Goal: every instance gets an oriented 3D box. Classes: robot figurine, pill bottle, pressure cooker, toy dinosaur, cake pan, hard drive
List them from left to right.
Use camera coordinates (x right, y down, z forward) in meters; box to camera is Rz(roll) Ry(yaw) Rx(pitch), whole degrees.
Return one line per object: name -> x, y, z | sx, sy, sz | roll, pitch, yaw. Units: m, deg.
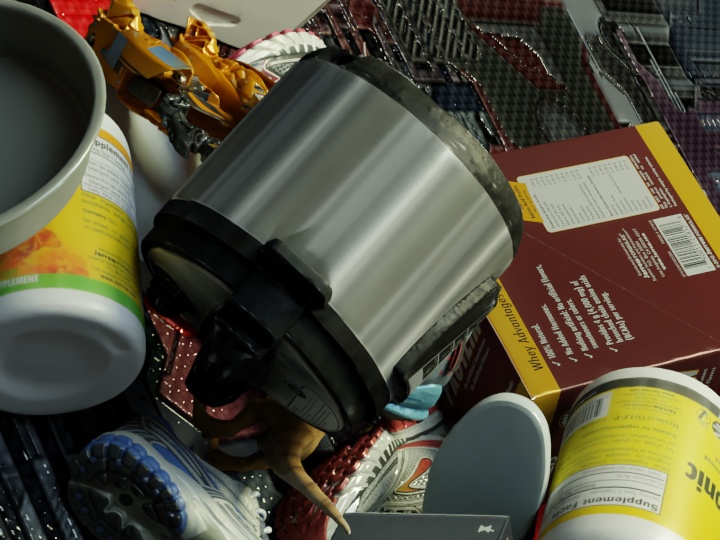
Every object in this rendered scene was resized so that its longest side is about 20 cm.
cake pan -> -0.235, -0.072, 1.421 | 0.037, 0.198, 0.201 | 82, 6, -47
pill bottle -> -0.183, -0.029, 1.485 | 0.111, 0.111, 0.201 | 25, 44, -38
hard drive -> -0.121, -0.035, 1.656 | 0.200, 0.027, 0.132 | 36, 36, -26
robot figurine -> -0.085, -0.101, 1.632 | 0.144, 0.059, 0.200 | 11, 21, -49
toy dinosaur -> -0.045, 0.097, 1.532 | 0.200, 0.105, 0.061 | -60, 143, -71
pressure cooker -> -0.028, -0.004, 1.476 | 0.178, 0.200, 0.176 | 28, -22, 42
pill bottle -> 0.161, 0.162, 1.547 | 0.111, 0.111, 0.201 | 42, 40, -19

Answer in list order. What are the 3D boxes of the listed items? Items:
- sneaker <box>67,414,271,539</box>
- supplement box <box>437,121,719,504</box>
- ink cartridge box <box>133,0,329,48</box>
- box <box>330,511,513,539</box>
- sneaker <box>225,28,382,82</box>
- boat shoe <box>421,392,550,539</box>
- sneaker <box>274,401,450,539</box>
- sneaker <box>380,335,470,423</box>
sneaker -> -0.075, 0.159, 1.491 | 0.200, 0.077, 0.085 | 50, 28, -7
supplement box -> 0.142, 0.031, 1.736 | 0.199, 0.133, 0.198 | -12, 54, -24
ink cartridge box -> -0.112, -0.271, 1.836 | 0.146, 0.086, 0.201 | 16, 47, -45
box -> 0.024, 0.262, 1.420 | 0.200, 0.103, 0.183 | -59, 145, -56
sneaker -> -0.032, -0.114, 1.796 | 0.199, 0.080, 0.075 | 6, 57, -50
boat shoe -> 0.076, 0.153, 1.607 | 0.070, 0.202, 0.091 | 21, 25, 12
sneaker -> 0.017, 0.140, 1.625 | 0.082, 0.078, 0.200 | 56, 32, 0
sneaker -> 0.000, 0.000, 1.641 | 0.200, 0.096, 0.079 | 47, 20, 24
